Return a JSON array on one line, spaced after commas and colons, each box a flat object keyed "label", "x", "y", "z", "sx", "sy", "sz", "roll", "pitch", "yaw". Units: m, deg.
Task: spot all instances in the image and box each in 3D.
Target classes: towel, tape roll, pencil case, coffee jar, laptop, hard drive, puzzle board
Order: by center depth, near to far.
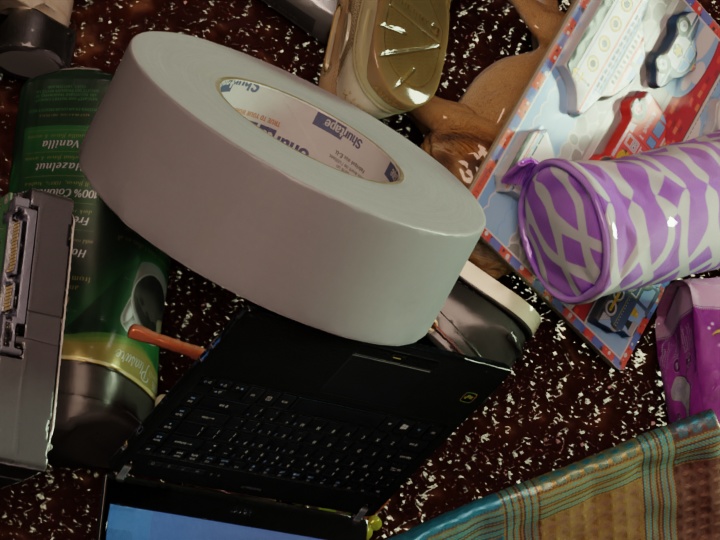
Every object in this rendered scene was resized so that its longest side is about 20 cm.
[{"label": "laptop", "x": -0.031, "y": 0.130, "z": 1.316, "sx": 0.176, "sy": 0.200, "sz": 0.104, "roll": 14, "pitch": 40, "yaw": -40}, {"label": "tape roll", "x": -0.039, "y": -0.043, "z": 1.317, "sx": 0.199, "sy": 0.200, "sz": 0.066, "roll": 28, "pitch": 105, "yaw": 1}, {"label": "hard drive", "x": -0.207, "y": 0.048, "z": 1.341, "sx": 0.038, "sy": 0.200, "sz": 0.141, "roll": 13, "pitch": 70, "yaw": -28}, {"label": "towel", "x": 0.104, "y": 0.163, "z": 1.386, "sx": 0.199, "sy": 0.147, "sz": 0.022, "roll": -20, "pitch": 39, "yaw": -14}, {"label": "coffee jar", "x": -0.148, "y": 0.002, "z": 1.408, "sx": 0.085, "sy": 0.104, "sz": 0.202, "roll": 1, "pitch": 71, "yaw": 16}, {"label": "pencil case", "x": 0.177, "y": -0.041, "z": 1.438, "sx": 0.199, "sy": 0.084, "sz": 0.086, "roll": -15, "pitch": 72, "yaw": -37}, {"label": "puzzle board", "x": 0.147, "y": -0.068, "z": 1.473, "sx": 0.151, "sy": 0.017, "sz": 0.201, "roll": 42, "pitch": 68, "yaw": -32}]

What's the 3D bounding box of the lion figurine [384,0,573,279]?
[{"label": "lion figurine", "x": 0.087, "y": -0.096, "z": 1.484, "sx": 0.122, "sy": 0.073, "sz": 0.200, "roll": 36, "pitch": 79, "yaw": 19}]

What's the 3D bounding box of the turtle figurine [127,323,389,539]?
[{"label": "turtle figurine", "x": -0.076, "y": 0.121, "z": 1.392, "sx": 0.199, "sy": 0.064, "sz": 0.162, "roll": 32, "pitch": 76, "yaw": -37}]

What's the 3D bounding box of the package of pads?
[{"label": "package of pads", "x": 0.269, "y": 0.060, "z": 1.464, "sx": 0.198, "sy": 0.076, "sz": 0.122, "roll": -4, "pitch": 72, "yaw": -9}]

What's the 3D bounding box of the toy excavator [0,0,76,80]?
[{"label": "toy excavator", "x": -0.274, "y": -0.169, "z": 1.451, "sx": 0.194, "sy": 0.199, "sz": 0.101, "roll": 27, "pitch": 63, "yaw": -46}]

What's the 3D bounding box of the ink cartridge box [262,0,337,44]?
[{"label": "ink cartridge box", "x": -0.026, "y": -0.255, "z": 1.532, "sx": 0.162, "sy": 0.050, "sz": 0.201, "roll": 35, "pitch": 75, "yaw": 3}]

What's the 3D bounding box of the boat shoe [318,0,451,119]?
[{"label": "boat shoe", "x": 0.019, "y": -0.168, "z": 1.460, "sx": 0.071, "sy": 0.064, "sz": 0.201, "roll": 40, "pitch": 50, "yaw": -28}]

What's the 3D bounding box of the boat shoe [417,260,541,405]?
[{"label": "boat shoe", "x": 0.000, "y": -0.001, "z": 1.445, "sx": 0.201, "sy": 0.074, "sz": 0.063, "roll": 34, "pitch": 75, "yaw": 5}]
